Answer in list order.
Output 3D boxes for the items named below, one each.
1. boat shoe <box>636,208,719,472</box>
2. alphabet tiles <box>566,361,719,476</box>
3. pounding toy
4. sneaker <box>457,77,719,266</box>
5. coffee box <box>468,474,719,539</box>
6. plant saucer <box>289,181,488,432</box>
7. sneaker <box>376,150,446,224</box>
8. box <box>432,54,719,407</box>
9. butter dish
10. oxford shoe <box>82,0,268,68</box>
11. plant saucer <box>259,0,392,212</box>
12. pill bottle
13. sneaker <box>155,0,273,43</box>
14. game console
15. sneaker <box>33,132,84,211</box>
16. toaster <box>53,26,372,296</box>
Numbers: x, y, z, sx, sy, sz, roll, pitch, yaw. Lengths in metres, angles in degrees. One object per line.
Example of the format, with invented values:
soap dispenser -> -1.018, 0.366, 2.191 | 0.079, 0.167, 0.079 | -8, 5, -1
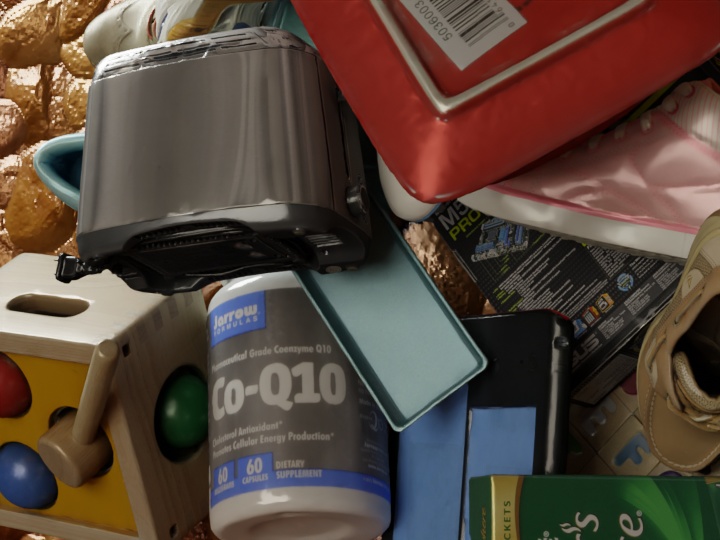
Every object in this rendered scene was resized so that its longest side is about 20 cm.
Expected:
boat shoe -> 0.187, 0.053, 1.167 | 0.071, 0.201, 0.065 | 14, 49, 9
alphabet tiles -> 0.133, 0.146, 1.291 | 0.200, 0.006, 0.167 | -50, 60, 16
pounding toy -> -0.174, 0.085, 1.368 | 0.199, 0.142, 0.185 | 6, 121, 33
sneaker -> 0.157, -0.061, 1.211 | 0.199, 0.075, 0.105 | 12, 91, 26
coffee box -> 0.158, 0.174, 1.174 | 0.044, 0.199, 0.124 | 152, 121, -75
plant saucer -> 0.000, 0.000, 1.290 | 0.070, 0.019, 0.200 | -37, 66, 9
sneaker -> 0.022, -0.126, 1.266 | 0.072, 0.072, 0.201 | -17, 70, 49
box -> 0.155, -0.042, 1.280 | 0.200, 0.044, 0.160 | -45, 60, 17
butter dish -> 0.082, -0.130, 1.182 | 0.199, 0.148, 0.200 | -28, 64, -2
oxford shoe -> -0.119, -0.176, 1.460 | 0.199, 0.075, 0.071 | -10, 77, 31
plant saucer -> 0.016, -0.137, 1.331 | 0.199, 0.027, 0.201 | -3, 82, 26
pill bottle -> -0.040, 0.067, 1.343 | 0.113, 0.114, 0.201 | -16, 65, 29
sneaker -> -0.078, -0.204, 1.324 | 0.200, 0.075, 0.089 | -34, 58, 49
game console -> 0.066, 0.126, 1.269 | 0.177, 0.031, 0.201 | -10, 75, 63
sneaker -> -0.140, -0.053, 1.450 | 0.199, 0.082, 0.074 | 6, 87, 33
toaster -> -0.088, -0.063, 1.271 | 0.199, 0.114, 0.130 | -8, 71, 22
